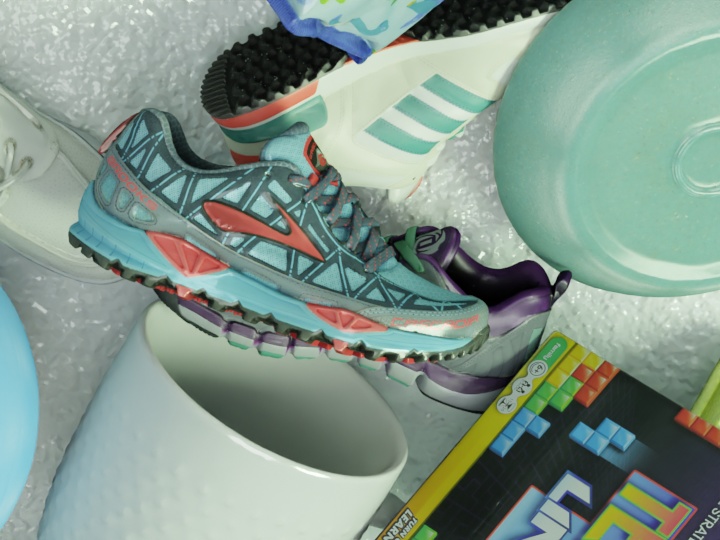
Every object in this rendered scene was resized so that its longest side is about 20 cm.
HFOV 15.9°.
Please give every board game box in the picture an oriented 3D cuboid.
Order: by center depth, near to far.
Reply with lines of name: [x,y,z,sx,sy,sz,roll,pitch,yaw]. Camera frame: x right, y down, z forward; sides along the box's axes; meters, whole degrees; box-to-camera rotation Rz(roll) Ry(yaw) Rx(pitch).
board game box: [0.097,0.148,1.211,0.200,0.165,0.057,-49,146,-16]

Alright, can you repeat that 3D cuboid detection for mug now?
mug: [-0.059,0.134,1.276,0.200,0.148,0.175,24,112,-18]

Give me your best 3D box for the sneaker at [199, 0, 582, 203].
sneaker: [0.028,-0.087,1.246,0.200,0.070,0.093,-19,129,2]

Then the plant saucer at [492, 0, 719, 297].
plant saucer: [0.164,-0.060,1.228,0.200,0.036,0.200,-6,125,-9]

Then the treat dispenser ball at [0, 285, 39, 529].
treat dispenser ball: [-0.253,0.065,1.220,0.201,0.201,0.201,0,109,0]

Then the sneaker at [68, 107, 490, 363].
sneaker: [-0.029,-0.019,1.185,0.200,0.079,0.096,19,93,-3]

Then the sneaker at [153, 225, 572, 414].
sneaker: [0.000,0.000,1.258,0.200,0.074,0.088,16,124,-14]

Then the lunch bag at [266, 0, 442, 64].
lunch bag: [-0.002,-0.222,1.162,0.170,0.127,0.200,-37,76,12]

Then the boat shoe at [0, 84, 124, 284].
boat shoe: [-0.183,-0.060,1.244,0.071,0.070,0.200,-42,104,13]

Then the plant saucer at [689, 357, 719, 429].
plant saucer: [0.207,0.174,1.298,0.200,0.048,0.200,37,69,-11]
